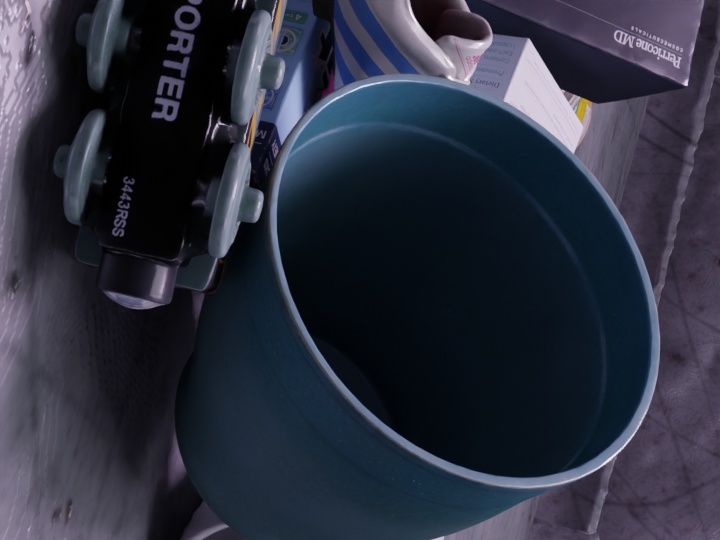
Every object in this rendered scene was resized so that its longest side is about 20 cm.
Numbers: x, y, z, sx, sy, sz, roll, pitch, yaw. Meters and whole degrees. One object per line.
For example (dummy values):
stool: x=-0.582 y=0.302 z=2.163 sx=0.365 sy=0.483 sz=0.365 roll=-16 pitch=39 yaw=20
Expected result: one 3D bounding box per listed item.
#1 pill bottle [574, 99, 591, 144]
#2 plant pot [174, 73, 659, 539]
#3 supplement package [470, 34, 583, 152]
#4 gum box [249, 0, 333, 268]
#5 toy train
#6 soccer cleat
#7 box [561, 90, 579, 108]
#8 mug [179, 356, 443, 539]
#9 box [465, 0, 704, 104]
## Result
pill bottle: x=0.144 y=-0.148 z=1.507 sx=0.200 sy=0.112 sz=0.114 roll=12 pitch=91 yaw=-77
plant pot: x=0.007 y=0.044 z=0.818 sx=0.188 sy=0.199 sz=0.201 roll=-46 pitch=-164 yaw=49
supplement package: x=0.042 y=-0.035 z=1.061 sx=0.110 sy=0.113 sz=0.202 roll=45 pitch=61 yaw=-53
gum box: x=-0.031 y=-0.089 z=0.935 sx=0.170 sy=0.044 sz=0.202 roll=79 pitch=25 yaw=-59
toy train: x=-0.069 y=-0.083 z=0.705 sx=0.114 sy=0.084 sz=0.202 roll=98 pitch=4 yaw=-87
soccer cleat: x=0.022 y=-0.094 z=0.871 sx=0.201 sy=0.085 sz=0.070 roll=87 pitch=20 yaw=-45
box: x=0.131 y=-0.128 z=1.277 sx=0.200 sy=0.049 sz=0.162 roll=-51 pitch=173 yaw=-39
mug: x=-0.023 y=0.137 z=0.977 sx=0.176 sy=0.146 sz=0.202 roll=-59 pitch=151 yaw=-64
box: x=0.119 y=-0.226 z=1.082 sx=0.104 sy=0.198 sz=0.184 roll=-4 pitch=-111 yaw=64
